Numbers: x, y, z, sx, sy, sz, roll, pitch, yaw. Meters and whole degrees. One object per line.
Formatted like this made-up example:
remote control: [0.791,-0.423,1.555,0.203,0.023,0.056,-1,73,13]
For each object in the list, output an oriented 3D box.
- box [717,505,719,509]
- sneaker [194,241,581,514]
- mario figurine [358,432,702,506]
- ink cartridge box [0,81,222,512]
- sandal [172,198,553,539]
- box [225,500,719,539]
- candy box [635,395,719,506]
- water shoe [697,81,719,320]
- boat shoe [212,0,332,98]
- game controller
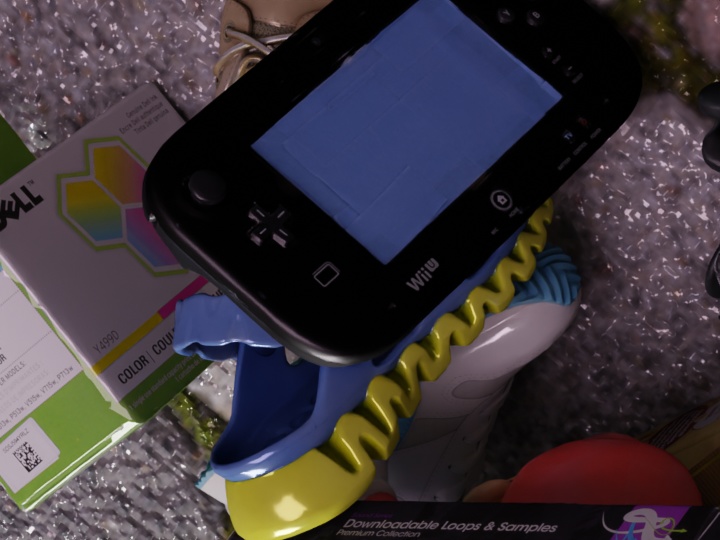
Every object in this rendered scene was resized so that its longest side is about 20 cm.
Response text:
box: [0.208,0.101,1.031,0.122,0.199,0.048,60,168,-10]
sneaker: [0.024,0.054,1.152,0.081,0.077,0.200,44,131,-10]
mario figurine: [0.053,0.113,1.105,0.123,0.107,0.200,20,143,-37]
ink cartridge box: [-0.136,-0.030,1.143,0.076,0.148,0.200,-37,93,35]
sandal: [0.000,0.000,1.056,0.079,0.200,0.087,-13,122,46]
box: [0.056,0.147,1.019,0.199,0.036,0.144,-2,120,41]
candy box: [0.128,0.121,1.134,0.200,0.055,0.116,-29,96,35]
water shoe: [0.157,0.014,0.992,0.078,0.201,0.072,-9,140,5]
boat shoe: [-0.021,-0.074,1.112,0.072,0.065,0.201,9,117,24]
game controller: [0.015,-0.047,1.029,0.104,0.200,0.042,35,143,15]
